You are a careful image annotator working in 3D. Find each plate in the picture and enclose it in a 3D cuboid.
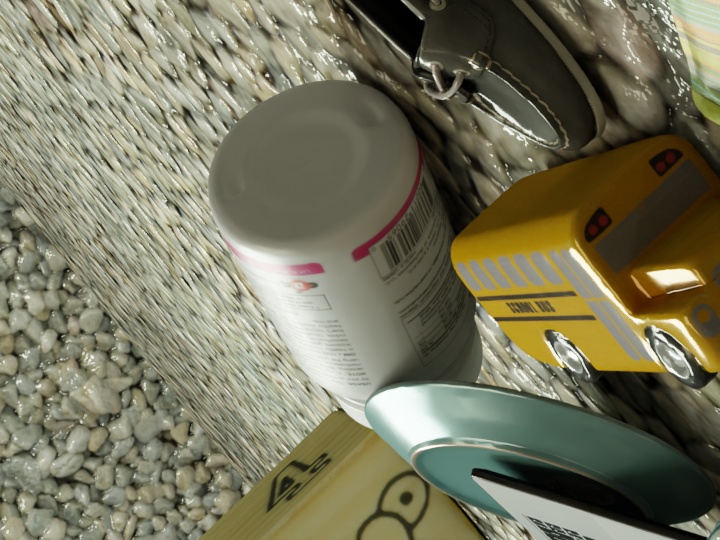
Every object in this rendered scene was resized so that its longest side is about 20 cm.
[{"bbox_3d":[0.095,0.112,0.933,0.199,0.026,0.200,16,158,7],"label":"plate"}]

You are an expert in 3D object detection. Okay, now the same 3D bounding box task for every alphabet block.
[{"bbox_3d":[-0.014,0.272,1.607,0.196,0.200,0.196,51,167,-11],"label":"alphabet block"}]

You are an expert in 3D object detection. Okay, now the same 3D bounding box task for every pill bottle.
[{"bbox_3d":[0.000,0.000,0.934,0.113,0.113,0.200,39,164,36],"label":"pill bottle"}]

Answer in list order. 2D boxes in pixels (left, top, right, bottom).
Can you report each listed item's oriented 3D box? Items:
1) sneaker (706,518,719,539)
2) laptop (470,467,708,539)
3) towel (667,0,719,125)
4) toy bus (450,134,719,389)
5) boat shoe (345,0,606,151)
[{"bbox_3d":[0.196,0.123,0.700,0.078,0.086,0.200,46,168,4],"label":"sneaker"},{"bbox_3d":[0.155,0.215,0.912,0.186,0.116,0.200,13,160,35],"label":"laptop"},{"bbox_3d":[0.103,-0.105,0.488,0.086,0.018,0.200,34,161,46],"label":"towel"},{"bbox_3d":[0.105,-0.004,0.679,0.078,0.065,0.200,51,168,-6],"label":"toy bus"},{"bbox_3d":[0.012,-0.112,0.681,0.200,0.057,0.067,47,168,5],"label":"boat shoe"}]
